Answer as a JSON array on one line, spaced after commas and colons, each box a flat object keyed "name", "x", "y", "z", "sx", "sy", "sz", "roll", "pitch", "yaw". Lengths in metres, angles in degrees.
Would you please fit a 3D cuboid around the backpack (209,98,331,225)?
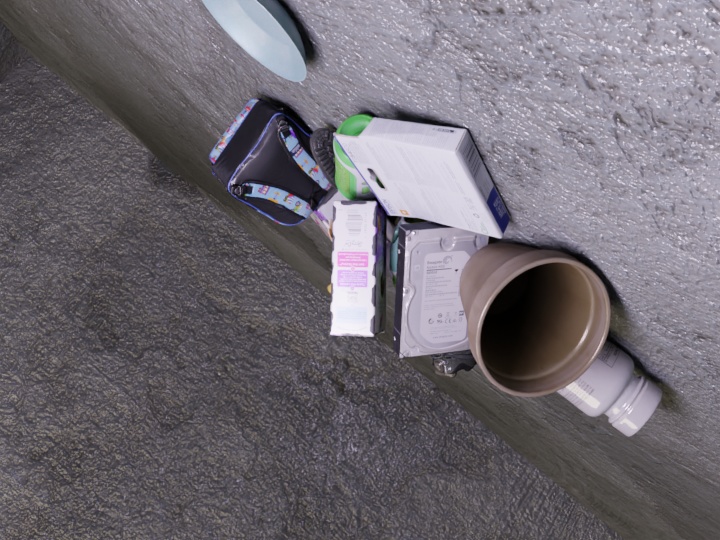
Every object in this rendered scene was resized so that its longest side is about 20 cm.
[{"name": "backpack", "x": -0.150, "y": -0.190, "z": 1.437, "sx": 0.199, "sy": 0.184, "sz": 0.134, "roll": 31, "pitch": -173, "yaw": -45}]

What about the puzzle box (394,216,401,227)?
[{"name": "puzzle box", "x": 0.130, "y": -0.032, "z": 1.517, "sx": 0.132, "sy": 0.026, "sz": 0.200, "roll": 37, "pitch": 171, "yaw": 17}]

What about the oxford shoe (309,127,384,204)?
[{"name": "oxford shoe", "x": -0.034, "y": -0.173, "z": 1.352, "sx": 0.084, "sy": 0.073, "sz": 0.200, "roll": 32, "pitch": 168, "yaw": 48}]

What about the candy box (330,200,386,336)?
[{"name": "candy box", "x": 0.000, "y": 0.000, "z": 1.252, "sx": 0.070, "sy": 0.205, "sz": 0.168, "roll": 1, "pitch": 177, "yaw": 7}]

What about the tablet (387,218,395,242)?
[{"name": "tablet", "x": 0.033, "y": -0.098, "z": 1.520, "sx": 0.200, "sy": 0.014, "sz": 0.130, "roll": 48, "pitch": 174, "yaw": 10}]

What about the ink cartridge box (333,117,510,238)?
[{"name": "ink cartridge box", "x": 0.086, "y": -0.128, "z": 1.065, "sx": 0.197, "sy": 0.041, "sz": 0.200, "roll": 15, "pitch": 158, "yaw": 35}]

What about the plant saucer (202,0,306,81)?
[{"name": "plant saucer", "x": -0.139, "y": -0.342, "z": 1.062, "sx": 0.200, "sy": 0.039, "sz": 0.201, "roll": 38, "pitch": 171, "yaw": 7}]

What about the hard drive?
[{"name": "hard drive", "x": 0.121, "y": 0.028, "z": 1.183, "sx": 0.137, "sy": 0.204, "sz": 0.038, "roll": -4, "pitch": -160, "yaw": -18}]

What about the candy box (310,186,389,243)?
[{"name": "candy box", "x": -0.030, "y": -0.092, "z": 1.608, "sx": 0.168, "sy": 0.071, "sz": 0.200, "roll": 48, "pitch": 175, "yaw": -15}]

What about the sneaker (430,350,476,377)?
[{"name": "sneaker", "x": 0.141, "y": 0.122, "z": 1.410, "sx": 0.198, "sy": 0.116, "sz": 0.076, "roll": 31, "pitch": 176, "yaw": -25}]

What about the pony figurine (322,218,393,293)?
[{"name": "pony figurine", "x": 0.001, "y": 0.012, "z": 1.445, "sx": 0.193, "sy": 0.166, "sz": 0.202, "roll": 42, "pitch": 157, "yaw": 27}]

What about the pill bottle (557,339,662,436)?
[{"name": "pill bottle", "x": 0.365, "y": 0.162, "z": 1.233, "sx": 0.199, "sy": 0.115, "sz": 0.114, "roll": 38, "pitch": 171, "yaw": 10}]

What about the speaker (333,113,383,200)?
[{"name": "speaker", "x": 0.000, "y": -0.167, "z": 1.202, "sx": 0.088, "sy": 0.089, "sz": 0.200, "roll": 37, "pitch": 171, "yaw": 6}]

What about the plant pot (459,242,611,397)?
[{"name": "plant pot", "x": 0.221, "y": 0.045, "z": 1.103, "sx": 0.200, "sy": 0.200, "sz": 0.174, "roll": 43, "pitch": -174, "yaw": -27}]

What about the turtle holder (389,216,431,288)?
[{"name": "turtle holder", "x": 0.116, "y": -0.036, "z": 1.280, "sx": 0.138, "sy": 0.186, "sz": 0.134, "roll": -4, "pitch": 114, "yaw": 24}]
